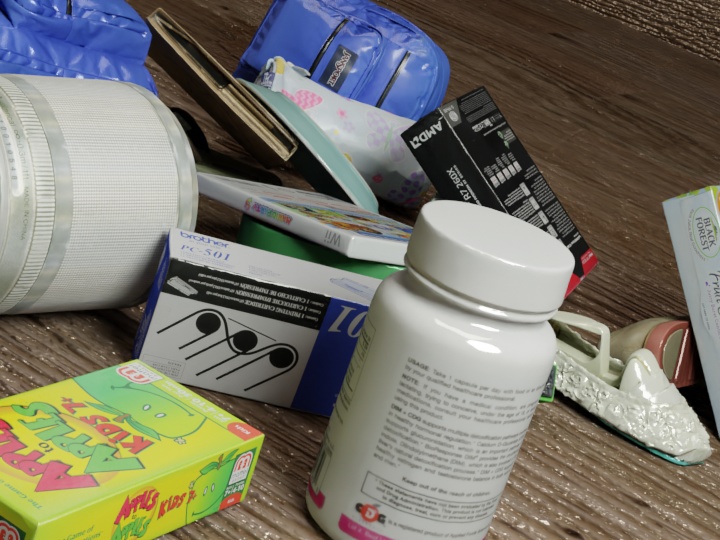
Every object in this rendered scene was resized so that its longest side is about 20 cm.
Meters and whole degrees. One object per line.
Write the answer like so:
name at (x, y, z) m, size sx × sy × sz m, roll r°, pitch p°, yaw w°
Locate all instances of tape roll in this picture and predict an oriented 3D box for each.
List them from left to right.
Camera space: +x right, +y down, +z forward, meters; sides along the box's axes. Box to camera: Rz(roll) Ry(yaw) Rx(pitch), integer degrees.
tape roll at (0.000, 0.000, 1.312) m, size 0.200 × 0.048 × 0.200 m, roll 15°, pitch 8°, yaw -2°

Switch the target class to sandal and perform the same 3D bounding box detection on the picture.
sandal at (-0.162, -0.118, 1.522) m, size 0.201 × 0.057 × 0.080 m, roll 18°, pitch 23°, yaw -11°

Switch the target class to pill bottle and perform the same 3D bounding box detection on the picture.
pill bottle at (0.049, 0.068, 0.993) m, size 0.113 × 0.200 × 0.113 m, roll 17°, pitch 19°, yaw -6°

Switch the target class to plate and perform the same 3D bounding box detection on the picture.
plate at (-0.037, -0.098, 1.468) m, size 0.200 × 0.026 × 0.200 m, roll 48°, pitch -4°, yaw 5°

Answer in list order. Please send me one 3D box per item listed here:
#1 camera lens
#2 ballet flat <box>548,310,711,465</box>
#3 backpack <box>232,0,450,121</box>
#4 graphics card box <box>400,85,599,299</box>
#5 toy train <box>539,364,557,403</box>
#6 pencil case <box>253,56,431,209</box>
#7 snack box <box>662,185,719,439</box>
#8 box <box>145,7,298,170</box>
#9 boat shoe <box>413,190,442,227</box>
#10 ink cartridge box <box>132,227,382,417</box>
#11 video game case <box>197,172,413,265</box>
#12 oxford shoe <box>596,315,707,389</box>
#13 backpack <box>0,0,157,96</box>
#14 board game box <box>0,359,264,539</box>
camera lens at (-0.222, -0.051, 1.125) m, size 0.200 × 0.160 × 0.160 m, roll -2°, pitch 28°, yaw -47°
ballet flat at (0.190, 0.080, 1.308) m, size 0.200 × 0.072 × 0.072 m, roll 30°, pitch 21°, yaw 26°
backpack at (-0.017, -0.201, 1.735) m, size 0.200 × 0.163 × 0.168 m, roll 31°, pitch 12°, yaw 5°
graphics card box at (0.127, -0.063, 1.500) m, size 0.200 × 0.051 × 0.125 m, roll 57°, pitch 28°, yaw -2°
toy train at (0.052, 0.068, 1.222) m, size 0.200 × 0.042 × 0.056 m, roll 11°, pitch -9°, yaw -21°
pencil case at (-0.018, -0.132, 1.629) m, size 0.200 × 0.083 × 0.091 m, roll 23°, pitch 54°, yaw -16°
snack box at (0.327, 0.031, 1.390) m, size 0.053 × 0.200 × 0.142 m, roll -18°, pitch -8°, yaw 38°
box at (-0.126, -0.155, 1.471) m, size 0.163 × 0.021 × 0.200 m, roll 44°, pitch -4°, yaw -6°
boat shoe at (0.093, -0.039, 1.531) m, size 0.071 × 0.070 × 0.201 m, roll 32°, pitch 26°, yaw 7°
ink cartridge box at (-0.045, 0.043, 1.133) m, size 0.200 × 0.094 × 0.044 m, roll 14°, pitch 27°, yaw -14°
video game case at (-0.018, -0.036, 1.292) m, size 0.143 × 0.018 × 0.200 m, roll 8°, pitch 10°, yaw -42°
oxford shoe at (0.275, 0.065, 1.429) m, size 0.075 × 0.071 × 0.200 m, roll 8°, pitch -2°, yaw 39°
backpack at (-0.284, -0.162, 1.348) m, size 0.200 × 0.168 × 0.162 m, roll 5°, pitch 17°, yaw -36°
board game box at (-0.153, 0.109, 0.925) m, size 0.102 × 0.048 × 0.200 m, roll 28°, pitch 21°, yaw 24°
